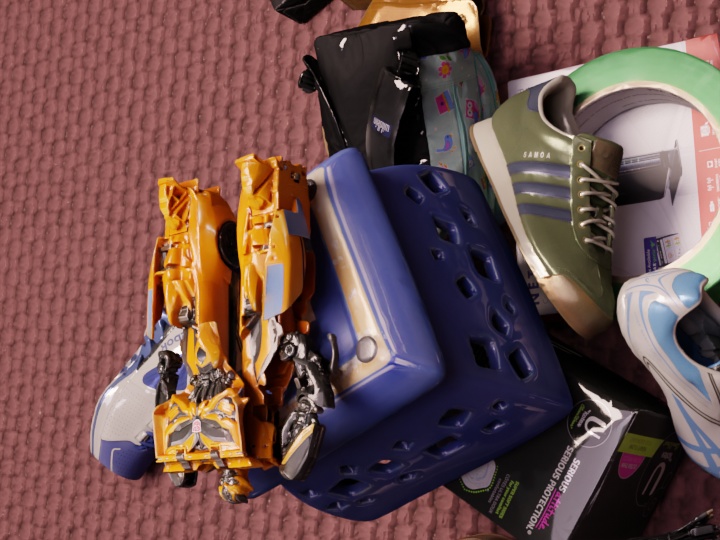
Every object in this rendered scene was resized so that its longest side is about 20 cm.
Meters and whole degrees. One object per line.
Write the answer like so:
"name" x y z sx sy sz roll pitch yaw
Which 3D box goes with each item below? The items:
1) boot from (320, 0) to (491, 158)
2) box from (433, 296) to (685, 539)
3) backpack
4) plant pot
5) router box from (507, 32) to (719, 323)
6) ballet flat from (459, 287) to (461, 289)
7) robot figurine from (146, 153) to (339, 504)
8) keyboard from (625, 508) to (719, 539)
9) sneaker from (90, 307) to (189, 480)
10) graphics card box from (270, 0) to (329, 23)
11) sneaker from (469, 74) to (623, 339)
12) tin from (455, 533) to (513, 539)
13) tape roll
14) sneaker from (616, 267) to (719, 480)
"boot" 0.043 -0.184 1.062 0.143 0.071 0.203 5 89 27
"box" 0.127 0.116 0.907 0.199 0.148 0.125 32 99 35
"backpack" 0.045 -0.104 0.975 0.166 0.126 0.202 10 115 60
"plant pot" -0.005 0.044 0.812 0.199 0.179 0.201 -34 62 26
"router box" 0.211 -0.066 0.942 0.178 0.049 0.202 -9 78 32
"ballet flat" 0.000 0.000 1.064 0.198 0.070 0.071 -5 79 33
"robot figurine" -0.080 0.038 0.719 0.144 0.058 0.202 -11 72 36
"keyboard" 0.196 0.232 0.825 0.198 0.021 0.128 -13 116 -6
"sneaker" -0.175 0.124 1.146 0.115 0.080 0.201 34 99 34
"graphics card box" -0.063 -0.359 1.169 0.125 0.051 0.201 -34 66 24
"sneaker" 0.149 -0.057 0.843 0.090 0.067 0.201 -38 52 23
"tin" 0.068 0.301 0.985 0.200 0.042 0.112 -42 67 20
"tape roll" 0.208 -0.062 0.885 0.199 0.048 0.203 -6 80 32
"sneaker" 0.248 0.080 0.819 0.072 0.200 0.072 -4 41 52
